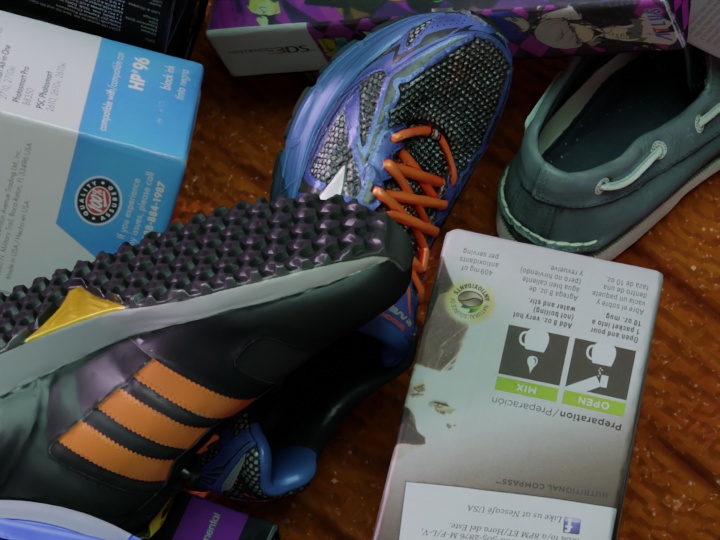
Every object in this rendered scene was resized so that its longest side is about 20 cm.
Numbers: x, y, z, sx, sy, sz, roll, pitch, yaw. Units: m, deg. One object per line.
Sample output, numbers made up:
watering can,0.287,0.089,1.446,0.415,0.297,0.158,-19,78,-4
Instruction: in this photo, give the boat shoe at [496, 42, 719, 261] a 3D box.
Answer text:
boat shoe,0.127,-0.081,1.055,0.073,0.062,0.200,37,67,21

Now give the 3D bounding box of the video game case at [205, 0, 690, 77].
video game case,0.044,-0.169,1.047,0.180,0.036,0.201,-2,61,22

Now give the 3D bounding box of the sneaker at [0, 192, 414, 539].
sneaker,-0.068,0.042,0.926,0.199,0.090,0.070,-18,21,9

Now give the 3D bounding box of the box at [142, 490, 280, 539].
box,-0.146,0.121,0.965,0.199,0.036,0.144,20,63,9

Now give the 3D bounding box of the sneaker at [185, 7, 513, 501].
sneaker,0.000,0.000,0.974,0.078,0.075,0.201,29,90,52

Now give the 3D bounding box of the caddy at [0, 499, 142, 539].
caddy,-0.109,0.122,0.861,0.199,0.142,0.106,11,65,11

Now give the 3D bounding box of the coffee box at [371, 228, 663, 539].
coffee box,0.044,0.105,0.929,0.079,0.113,0.201,11,62,6

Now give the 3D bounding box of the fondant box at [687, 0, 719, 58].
fondant box,0.229,-0.098,0.987,0.199,0.144,0.059,26,61,-9

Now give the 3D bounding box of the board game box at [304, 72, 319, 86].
board game box,-0.007,-0.166,1.115,0.126,0.035,0.200,-29,66,-14

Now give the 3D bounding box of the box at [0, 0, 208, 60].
box,-0.152,-0.138,1.011,0.199,0.164,0.087,18,60,0

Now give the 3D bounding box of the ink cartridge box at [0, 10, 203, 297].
ink cartridge box,-0.166,-0.036,0.972,0.199,0.117,0.068,15,35,-7
